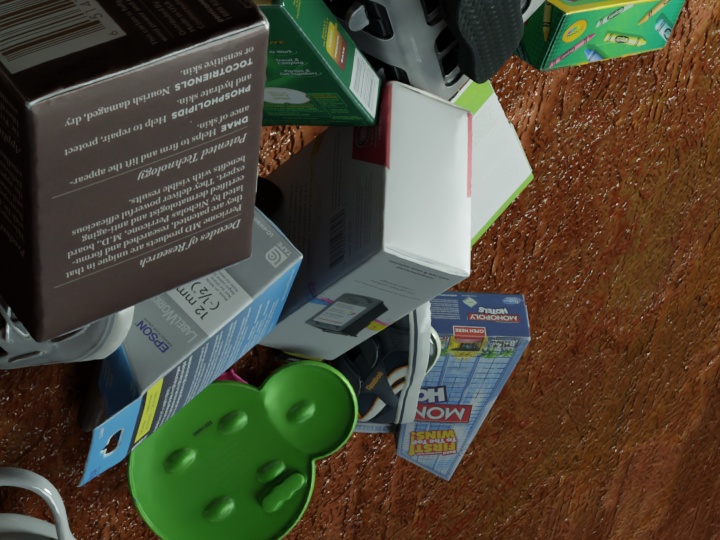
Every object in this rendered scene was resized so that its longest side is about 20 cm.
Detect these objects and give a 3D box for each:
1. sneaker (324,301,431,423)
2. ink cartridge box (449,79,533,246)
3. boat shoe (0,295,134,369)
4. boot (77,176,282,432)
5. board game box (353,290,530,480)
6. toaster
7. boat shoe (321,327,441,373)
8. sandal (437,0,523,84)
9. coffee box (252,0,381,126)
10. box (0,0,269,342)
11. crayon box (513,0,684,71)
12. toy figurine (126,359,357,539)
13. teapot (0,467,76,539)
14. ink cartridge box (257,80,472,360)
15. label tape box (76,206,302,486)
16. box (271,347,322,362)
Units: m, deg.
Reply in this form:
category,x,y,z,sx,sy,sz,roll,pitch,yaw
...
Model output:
category,x,y,z,sx,sy,sz,roll,pitch,yaw
sneaker,0.013,0.065,1.570,0.079,0.079,0.200,-1,142,-7
ink cartridge box,0.061,-0.095,1.686,0.148,0.076,0.200,-48,150,-9
boat shoe,-0.228,0.031,1.308,0.068,0.200,0.072,-7,90,-40
boot,-0.147,0.031,1.531,0.186,0.064,0.200,-30,147,-35
board game box,0.042,0.109,1.784,0.200,0.062,0.200,2,132,-6
toaster,0.047,-0.239,1.446,0.200,0.119,0.181,-46,153,-14
boat shoe,-0.022,0.100,1.693,0.199,0.075,0.066,-18,-166,26
sandal,0.082,-0.196,1.381,0.075,0.048,0.200,-46,165,-13
coffee box,-0.071,-0.159,1.354,0.200,0.123,0.044,44,52,-61
box,-0.172,-0.099,1.199,0.164,0.166,0.200,-24,142,-27
crayon box,0.177,-0.234,1.650,0.200,0.119,0.058,-16,136,-48
toy figurine,-0.094,0.124,1.605,0.200,0.150,0.184,-37,-168,7
teapot,-0.305,0.263,1.466,0.146,0.197,0.200,29,64,-26
ink cartridge box,-0.001,-0.034,1.484,0.085,0.148,0.200,16,151,-27
label tape box,-0.141,0.055,1.383,0.200,0.066,0.143,-39,169,-24
box,0.000,0.000,1.606,0.050,0.075,0.200,15,137,-43
